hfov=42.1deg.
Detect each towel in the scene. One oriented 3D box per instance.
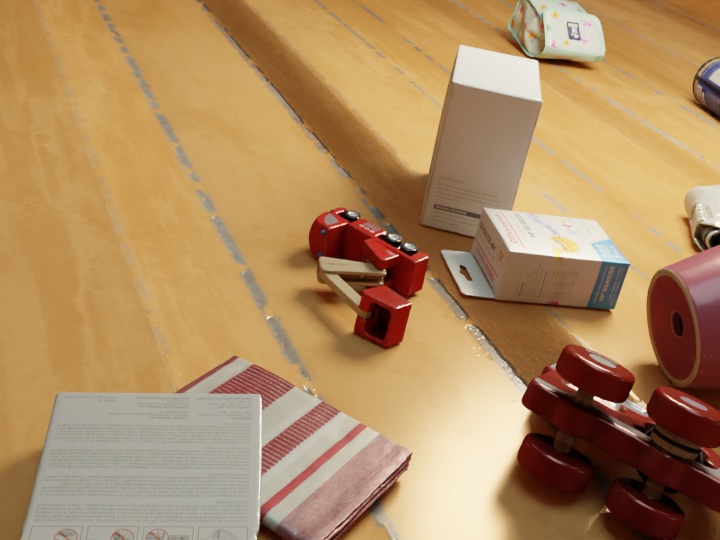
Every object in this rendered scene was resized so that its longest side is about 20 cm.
[{"bbox_3d":[-0.074,0.146,0.772,0.199,0.023,0.144,26,32,26],"label":"towel"}]

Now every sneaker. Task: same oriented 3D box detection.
[{"bbox_3d":[0.518,-0.070,1.370,0.079,0.077,0.201,-3,29,-9],"label":"sneaker"}]

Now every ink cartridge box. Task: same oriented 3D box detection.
[{"bbox_3d":[-0.151,0.170,0.661,0.160,0.058,0.201,2,41,-7],"label":"ink cartridge box"},{"bbox_3d":[0.209,-0.017,1.140,0.197,0.069,0.115,5,29,-14],"label":"ink cartridge box"}]

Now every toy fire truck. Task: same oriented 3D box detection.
[{"bbox_3d":[0.241,0.143,0.836,0.198,0.113,0.168,26,12,21],"label":"toy fire truck"},{"bbox_3d":[0.000,0.000,1.041,0.199,0.049,0.140,31,33,31],"label":"toy fire truck"}]

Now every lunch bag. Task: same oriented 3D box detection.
[{"bbox_3d":[0.461,-0.555,2.183,0.168,0.123,0.201,4,37,-22],"label":"lunch bag"}]

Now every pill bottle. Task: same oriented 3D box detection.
[{"bbox_3d":[0.805,-0.374,2.003,0.110,0.113,0.201,5,29,-15],"label":"pill bottle"}]

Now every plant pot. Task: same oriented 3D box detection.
[{"bbox_3d":[0.414,0.048,0.999,0.177,0.202,0.201,-8,31,-5],"label":"plant pot"}]

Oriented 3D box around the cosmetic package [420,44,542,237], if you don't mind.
[{"bbox_3d":[0.164,-0.178,1.274,0.121,0.202,0.200,14,27,2],"label":"cosmetic package"}]
